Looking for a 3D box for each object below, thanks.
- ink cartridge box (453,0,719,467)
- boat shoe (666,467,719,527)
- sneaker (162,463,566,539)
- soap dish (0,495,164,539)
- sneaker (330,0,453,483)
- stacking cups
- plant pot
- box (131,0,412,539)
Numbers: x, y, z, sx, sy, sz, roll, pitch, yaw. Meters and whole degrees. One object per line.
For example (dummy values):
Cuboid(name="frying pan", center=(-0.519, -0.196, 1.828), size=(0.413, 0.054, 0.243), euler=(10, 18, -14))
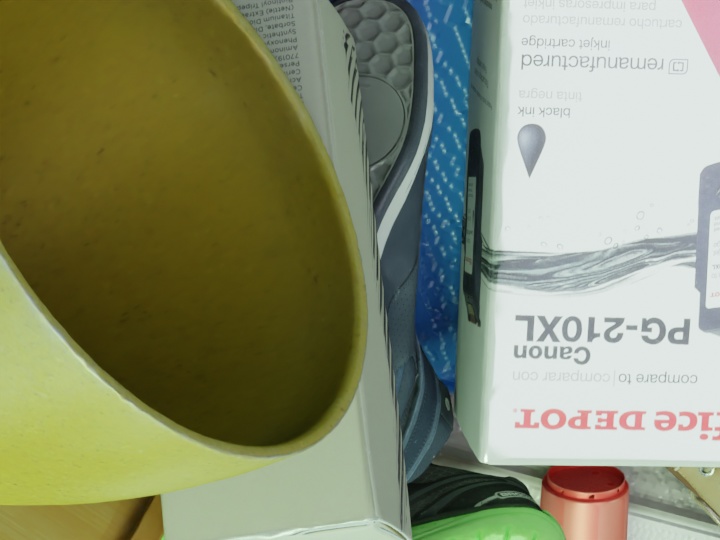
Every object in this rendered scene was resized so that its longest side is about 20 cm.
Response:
Cuboid(name="ink cartridge box", center=(0.117, -0.023, 0.995), size=(0.144, 0.084, 0.201), euler=(1, 103, -5))
Cuboid(name="boat shoe", center=(0.178, 0.082, 1.100), size=(0.076, 0.072, 0.200), euler=(-46, 119, 2))
Cuboid(name="sneaker", center=(-0.012, 0.120, 1.045), size=(0.198, 0.084, 0.077), euler=(2, 113, -3))
Cuboid(name="soap dish", center=(-0.163, 0.078, 0.900), size=(0.200, 0.081, 0.158), euler=(37, 67, -19))
Cuboid(name="sneaker", center=(-0.002, 0.000, 0.992), size=(0.076, 0.146, 0.204), euler=(8, 77, 18))
Cuboid(name="stacking cups", center=(0.096, 0.187, 1.122), size=(0.060, 0.061, 0.201), euler=(-8, 112, -17))
Cuboid(name="plant pot", center=(-0.114, -0.004, 0.784), size=(0.142, 0.201, 0.200), euler=(-29, 124, 29))
Cuboid(name="box", center=(-0.035, 0.004, 0.883), size=(0.082, 0.068, 0.201), euler=(-8, 76, 11))
